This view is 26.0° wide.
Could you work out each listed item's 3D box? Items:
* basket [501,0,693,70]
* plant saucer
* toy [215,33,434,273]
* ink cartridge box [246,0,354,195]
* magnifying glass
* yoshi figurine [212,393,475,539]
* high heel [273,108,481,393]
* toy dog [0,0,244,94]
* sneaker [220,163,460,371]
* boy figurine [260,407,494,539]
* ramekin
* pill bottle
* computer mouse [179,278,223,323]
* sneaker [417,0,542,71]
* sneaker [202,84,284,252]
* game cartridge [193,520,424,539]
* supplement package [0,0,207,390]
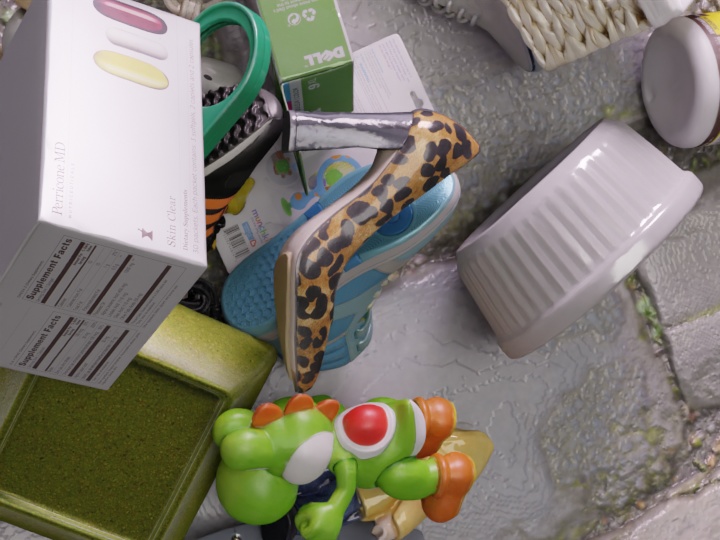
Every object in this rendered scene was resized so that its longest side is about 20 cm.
[{"bbox_3d":[0.188,-0.255,1.219,0.136,0.123,0.200,58,33,-10],"label":"basket"},{"bbox_3d":[-0.182,0.112,1.098,0.199,0.048,0.201,25,101,-20],"label":"plant saucer"},{"bbox_3d":[-0.037,-0.089,1.216,0.198,0.047,0.116,-25,86,-10],"label":"toy"},{"bbox_3d":[-0.043,-0.170,1.155,0.059,0.104,0.202,-16,76,-4],"label":"ink cartridge box"},{"bbox_3d":[-0.119,-0.089,1.075,0.022,0.079,0.202,23,88,-52],"label":"magnifying glass"},{"bbox_3d":[-0.024,0.141,1.131,0.198,0.112,0.113,7,89,-31],"label":"yoshi figurine"},{"bbox_3d":[0.013,-0.012,1.088,0.141,0.071,0.202,0,102,-15],"label":"high heel"},{"bbox_3d":[-0.177,-0.146,1.125,0.197,0.097,0.133,-3,125,-8],"label":"toy dog"},{"bbox_3d":[0.000,0.000,1.184,0.199,0.131,0.080,-32,58,6],"label":"sneaker"},{"bbox_3d":[0.011,0.155,1.215,0.198,0.065,0.125,-12,53,-30],"label":"boy figurine"},{"bbox_3d":[0.162,-0.032,1.217,0.202,0.202,0.094,-42,91,-15],"label":"ramekin"},{"bbox_3d":[0.347,-0.169,1.324,0.198,0.109,0.111,-9,92,-20],"label":"pill bottle"},{"bbox_3d":[-0.174,0.087,1.159,0.139,0.046,0.202,-1,108,-29],"label":"computer mouse"},{"bbox_3d":[0.076,-0.233,1.257,0.071,0.073,0.201,-38,92,-7],"label":"sneaker"},{"bbox_3d":[-0.122,-0.056,1.143,0.199,0.070,0.090,-35,136,17],"label":"sneaker"},{"bbox_3d":[-0.033,0.249,1.182,0.198,0.041,0.134,2,51,-23],"label":"game cartridge"},{"bbox_3d":[-0.181,-0.056,1.005,0.110,0.156,0.202,14,50,-27],"label":"supplement package"}]
